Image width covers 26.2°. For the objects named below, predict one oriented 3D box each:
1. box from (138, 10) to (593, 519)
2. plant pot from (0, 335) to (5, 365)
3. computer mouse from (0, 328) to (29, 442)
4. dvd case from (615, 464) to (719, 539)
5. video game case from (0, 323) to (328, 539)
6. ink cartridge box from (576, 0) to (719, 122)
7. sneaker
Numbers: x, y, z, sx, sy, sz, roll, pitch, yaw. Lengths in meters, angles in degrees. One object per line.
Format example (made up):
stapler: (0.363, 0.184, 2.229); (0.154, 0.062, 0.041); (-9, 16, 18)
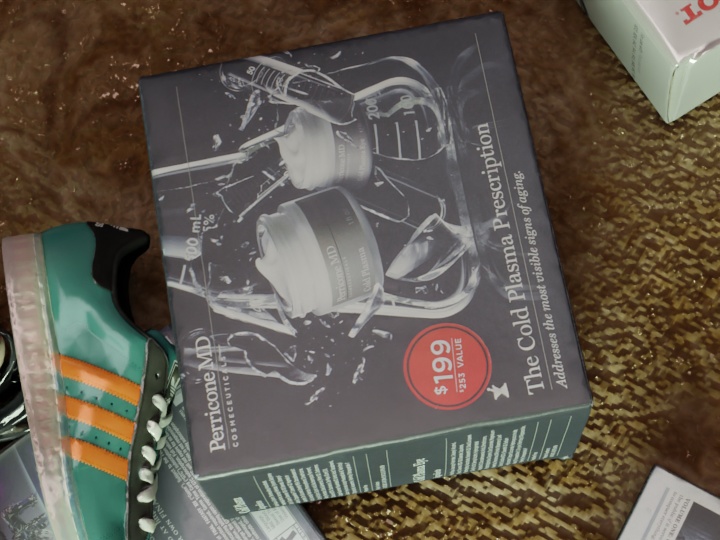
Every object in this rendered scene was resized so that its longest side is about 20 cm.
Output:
box: (0.000, 0.000, 0.747); (0.180, 0.104, 0.202); (-11, 71, 0)
plant pot: (-0.267, 0.068, 0.695); (0.176, 0.200, 0.202); (20, 77, -7)
computer mouse: (-0.252, 0.015, 0.812); (0.138, 0.053, 0.201); (-27, 84, 0)
dvd case: (0.194, 0.204, 0.720); (0.199, 0.025, 0.151); (27, 79, 13)
video game case: (-0.135, 0.142, 0.777); (0.199, 0.019, 0.143); (-37, 74, -3)
ink cartridge box: (0.165, -0.202, 0.805); (0.145, 0.084, 0.201); (-31, 73, -2)
sneaker: (-0.118, 0.072, 0.748); (0.079, 0.071, 0.202); (-12, 81, -8)
